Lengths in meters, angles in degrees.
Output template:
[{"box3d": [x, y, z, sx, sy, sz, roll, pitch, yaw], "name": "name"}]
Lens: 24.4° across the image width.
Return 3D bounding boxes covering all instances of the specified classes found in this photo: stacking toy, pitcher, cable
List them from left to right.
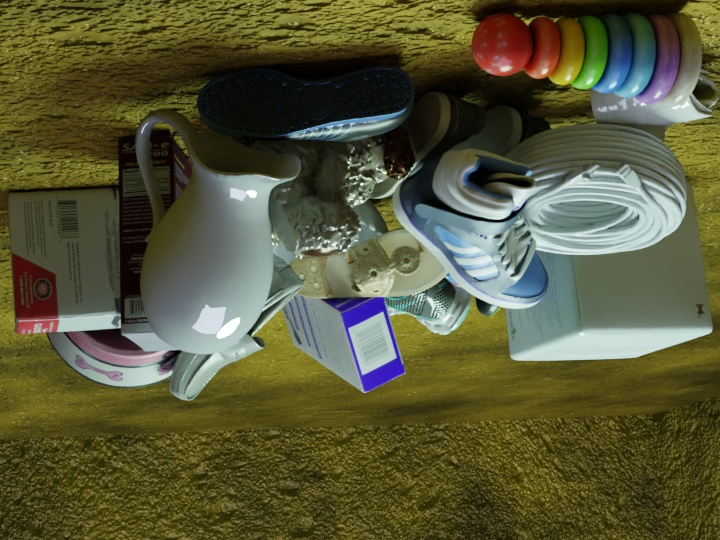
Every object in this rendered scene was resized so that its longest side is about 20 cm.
[{"box3d": [-0.154, -0.038, 1.559, 0.171, 0.200, 0.121, 30, -151, 25], "name": "pitcher"}, {"box3d": [0.194, -0.193, 1.463, 0.200, 0.086, 0.085, 3, 165, -18], "name": "stacking toy"}, {"box3d": [0.230, -0.078, 1.694, 0.200, 0.069, 0.200, -15, 153, 38], "name": "cable"}]

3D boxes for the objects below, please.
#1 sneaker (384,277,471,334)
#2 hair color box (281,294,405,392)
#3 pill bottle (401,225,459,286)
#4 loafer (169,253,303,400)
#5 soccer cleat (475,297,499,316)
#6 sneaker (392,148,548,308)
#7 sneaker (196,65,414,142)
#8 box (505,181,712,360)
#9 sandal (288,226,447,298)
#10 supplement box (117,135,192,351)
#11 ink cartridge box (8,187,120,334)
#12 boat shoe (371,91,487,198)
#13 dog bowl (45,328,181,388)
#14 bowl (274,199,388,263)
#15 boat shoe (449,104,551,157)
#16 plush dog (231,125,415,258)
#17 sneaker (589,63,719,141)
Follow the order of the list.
[{"box3d": [0.039, 0.011, 1.953, 0.200, 0.078, 0.091, 12, 159, 48], "name": "sneaker"}, {"box3d": [-0.029, 0.059, 1.985, 0.065, 0.109, 0.200, -25, -155, -21], "name": "hair color box"}, {"box3d": [0.120, -0.038, 2.004, 0.112, 0.112, 0.200, -9, 166, 11], "name": "pill bottle"}, {"box3d": [-0.142, 0.072, 1.891, 0.200, 0.070, 0.070, -53, 166, 9], "name": "loafer"}, {"box3d": [0.149, -0.048, 1.860, 0.081, 0.200, 0.068, 10, -165, -18], "name": "soccer cleat"}, {"box3d": [0.138, -0.041, 1.618, 0.200, 0.081, 0.146, 38, 150, -19], "name": "sneaker"}, {"box3d": [-0.050, -0.146, 1.540, 0.200, 0.070, 0.078, -3, 166, -4], "name": "sneaker"}, {"box3d": [0.300, 0.001, 2.076, 0.199, 0.200, 0.171, 0, 167, -26], "name": "box"}, {"box3d": [0.002, 0.005, 1.849, 0.211, 0.078, 0.070, -9, -164, 29], "name": "sandal"}, {"box3d": [-0.205, -0.026, 1.691, 0.061, 0.200, 0.109, -3, 167, 5], "name": "supplement box"}, {"box3d": [-0.284, -0.012, 1.841, 0.200, 0.145, 0.084, -3, 167, -12], "name": "ink cartridge box"}, {"box3d": [0.063, -0.122, 1.703, 0.063, 0.073, 0.200, 3, 160, -24], "name": "boat shoe"}, {"box3d": [-0.266, 0.030, 1.919, 0.200, 0.200, 0.074, -3, 163, -14], "name": "dog bowl"}, {"box3d": [-0.074, -0.057, 1.913, 0.199, 0.075, 0.200, -10, 168, 13], "name": "bowl"}, {"box3d": [0.123, -0.117, 1.765, 0.060, 0.074, 0.200, 7, 153, -32], "name": "boat shoe"}, {"box3d": [-0.041, -0.106, 1.646, 0.172, 0.161, 0.200, -20, -167, -31], "name": "plush dog"}, {"box3d": [0.307, -0.155, 1.677, 0.115, 0.074, 0.200, -8, 166, 18], "name": "sneaker"}]
